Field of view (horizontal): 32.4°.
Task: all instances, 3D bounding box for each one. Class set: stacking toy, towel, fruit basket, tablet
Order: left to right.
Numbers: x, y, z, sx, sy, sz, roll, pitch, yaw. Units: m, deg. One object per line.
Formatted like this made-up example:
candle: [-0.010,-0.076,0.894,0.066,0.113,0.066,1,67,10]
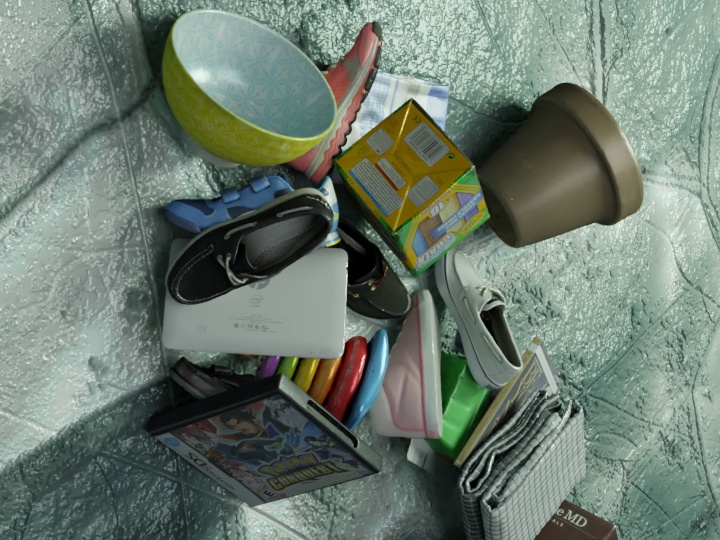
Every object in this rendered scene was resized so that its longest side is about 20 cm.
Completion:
tablet: [-0.115,0.030,1.371,0.199,0.014,0.131,4,69,-4]
stacking toy: [-0.077,0.101,1.400,0.199,0.110,0.117,21,65,-7]
towel: [0.030,-0.174,1.544,0.199,0.024,0.148,4,95,-39]
fruit basket: [0.143,0.194,1.662,0.200,0.093,0.186,37,73,-52]
towel: [0.207,0.264,1.614,0.200,0.085,0.166,-46,146,-24]

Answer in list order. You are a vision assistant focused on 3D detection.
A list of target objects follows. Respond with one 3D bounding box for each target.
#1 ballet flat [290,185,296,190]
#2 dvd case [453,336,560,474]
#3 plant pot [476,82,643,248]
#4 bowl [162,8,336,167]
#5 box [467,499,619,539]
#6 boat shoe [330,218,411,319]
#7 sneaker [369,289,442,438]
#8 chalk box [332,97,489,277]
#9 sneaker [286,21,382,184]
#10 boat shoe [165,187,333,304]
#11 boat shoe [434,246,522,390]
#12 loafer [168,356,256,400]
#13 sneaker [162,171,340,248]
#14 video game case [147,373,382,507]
ballet flat: [-0.090,-0.001,1.444,0.067,0.046,0.201,1,94,5]
dvd case: [0.198,0.201,1.644,0.200,0.016,0.149,-55,150,-14]
plant pot: [0.246,-0.119,1.638,0.174,0.200,0.201,-32,117,-10]
bowl: [-0.136,-0.176,1.343,0.199,0.201,0.108,6,135,-39]
box: [0.237,0.429,1.684,0.200,0.165,0.165,-45,136,-25]
boat shoe: [-0.001,0.002,1.522,0.201,0.063,0.074,42,68,-36]
sneaker: [0.050,0.119,1.571,0.075,0.104,0.201,62,25,-59]
chalk box: [0.066,-0.087,1.481,0.124,0.125,0.200,-39,157,-4]
sneaker: [-0.038,-0.206,1.440,0.086,0.074,0.201,25,91,-1]
boat shoe: [-0.118,-0.018,1.322,0.199,0.060,0.074,-26,115,1]
boat shoe: [0.155,0.051,1.593,0.072,0.066,0.201,9,56,-41]
loafer: [-0.126,0.145,1.420,0.200,0.072,0.063,36,90,-24]
sneaker: [-0.119,-0.072,1.379,0.199,0.074,0.083,3,102,-13]
video game case: [-0.107,0.195,1.386,0.181,0.199,0.026,44,41,-33]
